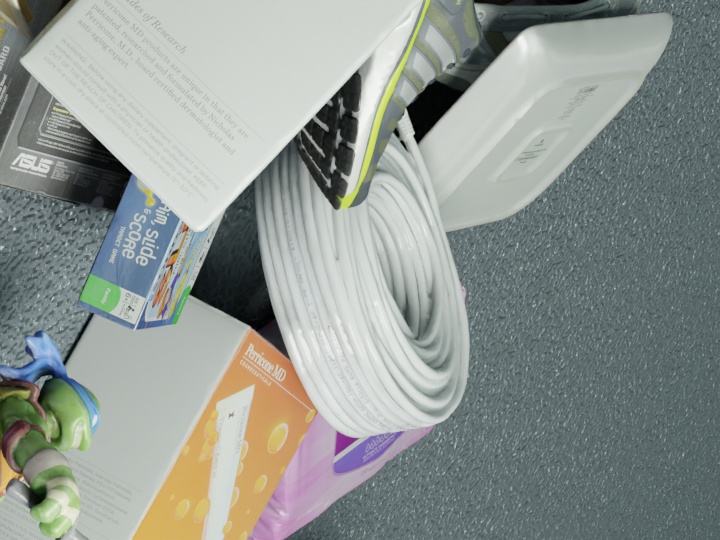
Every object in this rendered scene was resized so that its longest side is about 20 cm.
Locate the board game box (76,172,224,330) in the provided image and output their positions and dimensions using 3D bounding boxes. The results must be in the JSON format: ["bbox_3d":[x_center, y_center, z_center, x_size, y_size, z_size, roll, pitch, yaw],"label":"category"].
[{"bbox_3d":[-0.081,-0.068,1.397,0.135,0.034,0.200,-8,121,-84],"label":"board game box"}]

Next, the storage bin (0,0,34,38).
[{"bbox_3d":[-0.121,-0.226,1.210,0.200,0.094,0.199,-48,171,-10],"label":"storage bin"}]

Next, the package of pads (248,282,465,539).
[{"bbox_3d":[-0.019,0.077,1.729,0.200,0.076,0.121,-33,140,-45],"label":"package of pads"}]

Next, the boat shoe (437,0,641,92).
[{"bbox_3d":[0.118,-0.177,1.766,0.202,0.074,0.065,-27,139,-40],"label":"boat shoe"}]

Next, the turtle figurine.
[{"bbox_3d":[-0.199,0.139,1.353,0.193,0.144,0.201,-14,104,-30],"label":"turtle figurine"}]

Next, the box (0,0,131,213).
[{"bbox_3d":[-0.127,-0.112,1.422,0.200,0.048,0.159,12,101,-62],"label":"box"}]

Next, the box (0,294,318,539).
[{"bbox_3d":[-0.124,0.119,1.560,0.200,0.097,0.124,-61,152,-7],"label":"box"}]

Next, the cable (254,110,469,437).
[{"bbox_3d":[0.000,0.000,1.602,0.200,0.069,0.200,-60,131,-64],"label":"cable"}]

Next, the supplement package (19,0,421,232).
[{"bbox_3d":[-0.049,-0.131,1.268,0.200,0.117,0.117,-46,-173,0],"label":"supplement package"}]

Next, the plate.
[{"bbox_3d":[0.104,-0.087,1.765,0.200,0.032,0.199,-48,160,29],"label":"plate"}]

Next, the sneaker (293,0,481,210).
[{"bbox_3d":[0.021,-0.113,1.455,0.081,0.074,0.200,-8,138,-32],"label":"sneaker"}]
